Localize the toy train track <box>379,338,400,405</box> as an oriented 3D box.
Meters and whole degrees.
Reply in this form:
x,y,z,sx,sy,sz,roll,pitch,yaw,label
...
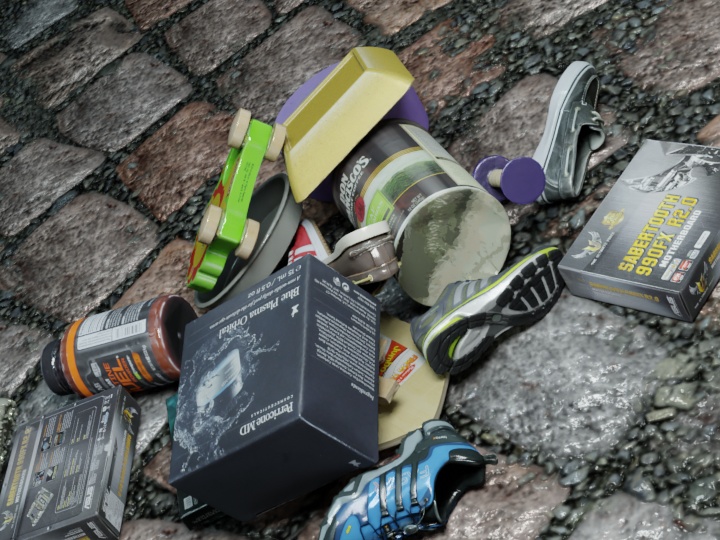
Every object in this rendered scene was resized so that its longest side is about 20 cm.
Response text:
x,y,z,sx,sy,sz,roll,pitch,yaw,label
-0.028,0.123,1.523,0.198,0.033,0.115,8,56,47,toy train track

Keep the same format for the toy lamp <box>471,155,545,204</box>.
x,y,z,sx,sy,sz,roll,pitch,yaw,label
0.164,-0.104,1.607,0.058,0.059,0.200,-34,6,-1,toy lamp

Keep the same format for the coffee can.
x,y,z,sx,sy,sz,roll,pitch,yaw,label
0.068,-0.070,1.626,0.146,0.147,0.200,-35,36,-3,coffee can

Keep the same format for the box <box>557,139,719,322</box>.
x,y,z,sx,sy,sz,roll,pitch,yaw,label
0.326,-0.048,1.485,0.157,0.049,0.201,15,57,45,box

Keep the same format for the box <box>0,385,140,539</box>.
x,y,z,sx,sy,sz,roll,pitch,yaw,label
-0.347,0.246,1.655,0.157,0.049,0.201,-22,37,18,box

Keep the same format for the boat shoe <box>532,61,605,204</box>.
x,y,z,sx,sy,sz,roll,pitch,yaw,label
0.258,-0.160,1.659,0.070,0.072,0.202,5,62,31,boat shoe

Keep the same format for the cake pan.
x,y,z,sx,sy,sz,roll,pitch,yaw,label
-0.139,-0.030,1.772,0.200,0.037,0.201,-47,21,24,cake pan

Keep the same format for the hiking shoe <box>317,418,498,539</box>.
x,y,z,sx,sy,sz,roll,pitch,yaw,label
0.038,0.230,1.369,0.200,0.075,0.086,-45,37,-15,hiking shoe

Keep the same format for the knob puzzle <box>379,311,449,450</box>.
x,y,z,sx,sy,sz,roll,pitch,yaw,label
0.017,0.136,1.525,0.217,0.031,0.221,-18,37,14,knob puzzle

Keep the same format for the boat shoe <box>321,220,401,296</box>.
x,y,z,sx,sy,sz,roll,pitch,yaw,label
0.000,0.000,1.533,0.071,0.060,0.200,-21,-8,-16,boat shoe

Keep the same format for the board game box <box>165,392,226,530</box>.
x,y,z,sx,sy,sz,roll,pitch,yaw,label
-0.151,0.189,1.597,0.134,0.028,0.201,-27,37,6,board game box

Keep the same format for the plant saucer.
x,y,z,sx,sy,sz,roll,pitch,yaw,label
-0.032,-0.192,1.703,0.200,0.048,0.200,-46,18,9,plant saucer

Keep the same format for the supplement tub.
x,y,z,sx,sy,sz,roll,pitch,yaw,label
-0.300,0.102,1.747,0.198,0.107,0.108,-16,40,24,supplement tub

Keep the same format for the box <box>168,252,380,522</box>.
x,y,z,sx,sy,sz,roll,pitch,yaw,label
-0.086,0.123,1.448,0.195,0.117,0.202,-29,44,33,box

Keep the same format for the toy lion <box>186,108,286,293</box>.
x,y,z,sx,sy,sz,roll,pitch,yaw,label
-0.165,-0.076,1.723,0.192,0.068,0.203,148,139,-69,toy lion

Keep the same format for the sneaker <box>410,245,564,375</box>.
x,y,z,sx,sy,sz,roll,pitch,yaw,label
0.134,0.029,1.510,0.198,0.075,0.081,-31,36,-17,sneaker

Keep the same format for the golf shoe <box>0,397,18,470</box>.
x,y,z,sx,sy,sz,roll,pitch,yaw,label
-0.471,0.207,1.688,0.200,0.096,0.079,125,161,-50,golf shoe

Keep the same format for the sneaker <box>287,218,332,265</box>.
x,y,z,sx,sy,sz,roll,pitch,yaw,label
-0.076,0.020,1.698,0.111,0.072,0.201,-29,38,1,sneaker

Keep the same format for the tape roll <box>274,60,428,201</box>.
x,y,z,sx,sy,sz,roll,pitch,yaw,label
-0.013,-0.193,1.879,0.198,0.085,0.201,-21,38,17,tape roll
